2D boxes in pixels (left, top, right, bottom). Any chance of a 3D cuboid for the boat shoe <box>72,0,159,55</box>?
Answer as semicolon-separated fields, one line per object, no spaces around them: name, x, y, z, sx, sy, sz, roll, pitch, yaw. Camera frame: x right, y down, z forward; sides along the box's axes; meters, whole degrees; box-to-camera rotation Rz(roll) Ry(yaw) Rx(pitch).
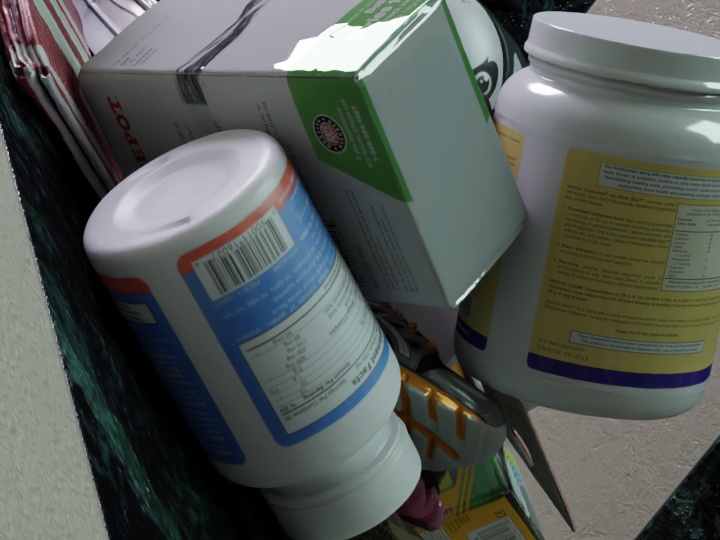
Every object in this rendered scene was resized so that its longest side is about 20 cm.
boat shoe;-0.142;-0.158;1.423;0.072;0.066;0.200;51;1;-26

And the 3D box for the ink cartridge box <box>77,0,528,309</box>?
ink cartridge box;-0.032;-0.066;1.199;0.200;0.084;0.146;6;-48;40

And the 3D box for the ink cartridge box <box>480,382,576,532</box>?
ink cartridge box;0.095;0.051;1.445;0.176;0.045;0.200;63;-2;-17

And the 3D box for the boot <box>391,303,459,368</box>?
boot;0.000;0.000;1.406;0.200;0.074;0.096;43;3;25

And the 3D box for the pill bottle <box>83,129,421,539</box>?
pill bottle;-0.047;0.038;1.153;0.200;0.112;0.112;63;3;-26

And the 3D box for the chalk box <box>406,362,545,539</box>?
chalk box;0.032;0.116;1.570;0.124;0.124;0.200;56;11;-55

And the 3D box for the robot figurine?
robot figurine;0.045;-0.119;1.471;0.200;0.125;0.150;23;65;-76

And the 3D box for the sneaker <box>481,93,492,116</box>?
sneaker;-0.003;-0.112;1.295;0.199;0.076;0.114;11;-54;65

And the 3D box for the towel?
towel;-0.172;-0.123;1.265;0.144;0.023;0.200;63;4;-47

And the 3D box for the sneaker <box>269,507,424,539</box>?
sneaker;-0.019;0.144;1.333;0.076;0.070;0.200;34;-15;38

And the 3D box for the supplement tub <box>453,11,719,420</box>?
supplement tub;0.136;-0.032;1.251;0.145;0.145;0.200;-103;-157;-76

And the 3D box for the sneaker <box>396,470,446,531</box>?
sneaker;0.011;0.086;1.395;0.079;0.095;0.200;20;-16;27

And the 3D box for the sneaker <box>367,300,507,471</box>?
sneaker;-0.002;0.041;1.267;0.200;0.077;0.078;29;-37;17
